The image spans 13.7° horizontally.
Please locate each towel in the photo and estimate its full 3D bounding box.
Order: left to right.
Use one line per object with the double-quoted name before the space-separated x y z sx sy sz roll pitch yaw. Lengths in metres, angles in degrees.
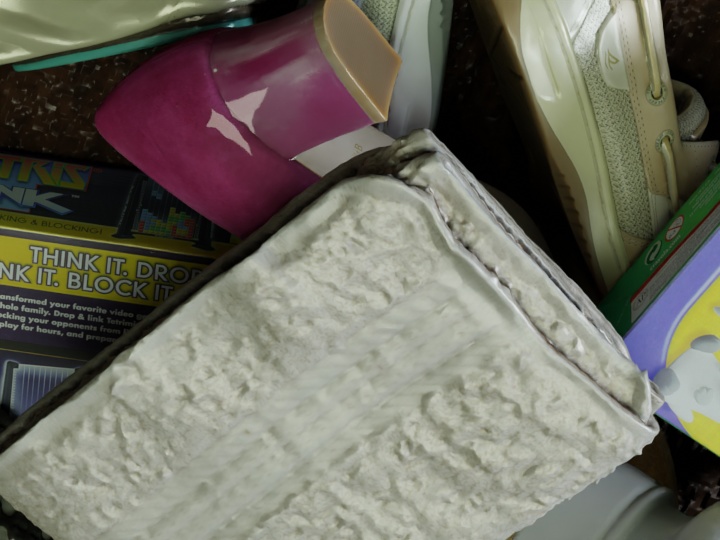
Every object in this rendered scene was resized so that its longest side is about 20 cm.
"towel" -0.013 0.054 0.966 0.200 0.035 0.133 -38 105 24

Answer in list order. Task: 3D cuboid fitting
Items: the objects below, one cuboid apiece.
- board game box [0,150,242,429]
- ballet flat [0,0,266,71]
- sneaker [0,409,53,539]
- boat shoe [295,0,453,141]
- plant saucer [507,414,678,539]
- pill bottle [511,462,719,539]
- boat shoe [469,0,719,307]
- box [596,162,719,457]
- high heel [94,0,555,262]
"board game box" -0.114 0.042 1.089 0.199 0.057 0.166 9 121 -2
"ballet flat" -0.129 -0.090 1.008 0.199 0.070 0.070 -15 121 11
"sneaker" -0.185 0.087 1.058 0.199 0.077 0.089 19 135 -2
"boat shoe" 0.001 -0.120 0.969 0.065 0.075 0.202 6 132 2
"plant saucer" 0.018 0.102 1.078 0.200 0.035 0.201 -11 120 -20
"pill bottle" 0.140 0.144 0.980 0.200 0.111 0.112 31 125 20
"boat shoe" 0.092 -0.037 1.017 0.065 0.072 0.200 -26 128 -5
"box" 0.188 0.038 0.979 0.200 0.048 0.117 32 116 -13
"high heel" 0.000 0.000 0.992 0.096 0.067 0.200 -20 126 29
